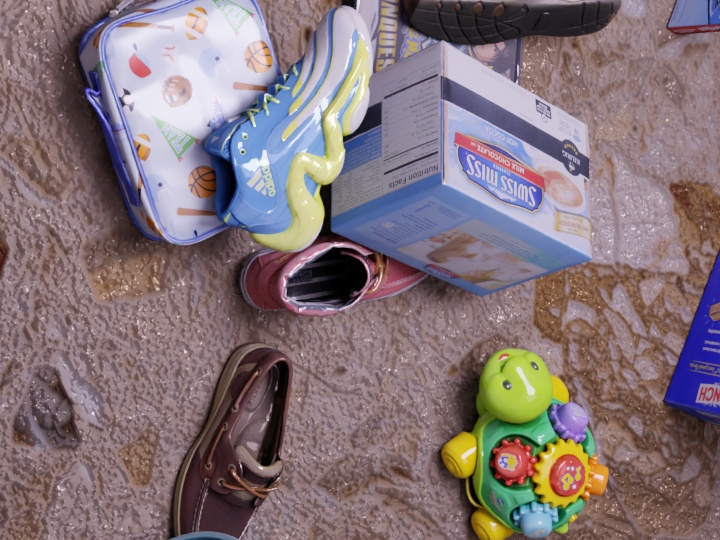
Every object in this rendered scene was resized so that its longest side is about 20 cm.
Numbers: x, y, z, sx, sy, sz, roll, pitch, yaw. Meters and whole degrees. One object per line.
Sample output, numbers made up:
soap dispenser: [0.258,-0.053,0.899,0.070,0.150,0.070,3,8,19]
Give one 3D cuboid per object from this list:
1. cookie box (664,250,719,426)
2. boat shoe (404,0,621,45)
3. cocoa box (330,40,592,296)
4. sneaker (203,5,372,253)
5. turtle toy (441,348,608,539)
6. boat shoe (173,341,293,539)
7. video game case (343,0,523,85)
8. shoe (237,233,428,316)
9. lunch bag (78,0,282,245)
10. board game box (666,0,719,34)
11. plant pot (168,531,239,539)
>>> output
cookie box: [0.407,0.062,1.439,0.075,0.171,0.202,25,84,-24]
boat shoe: [0.132,-0.249,1.293,0.198,0.076,0.075,-4,70,-19]
cocoa box: [0.087,-0.078,1.231,0.199,0.133,0.133,23,58,-41]
sneaker: [-0.059,-0.115,1.138,0.104,0.076,0.202,11,95,-35]
turtle toy: [0.158,0.162,1.352,0.145,0.101,0.201,-32,109,-22]
boat shoe: [-0.100,0.161,1.229,0.072,0.072,0.202,22,85,-28]
video game case: [0.068,-0.223,1.309,0.179,0.025,0.202,2,94,-29]
shoe: [0.000,0.000,1.256,0.198,0.091,0.072,-11,100,-27]
lunch bag: [-0.140,-0.129,1.180,0.159,0.075,0.202,-24,106,-22]
board game box: [0.370,-0.327,1.418,0.019,0.103,0.202,23,84,-27]
plant pot: [-0.106,0.348,1.186,0.201,0.199,0.188,-52,129,-14]
